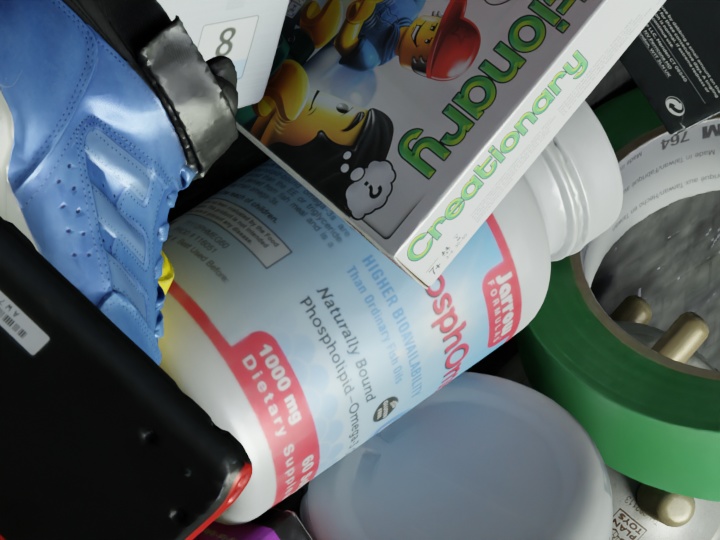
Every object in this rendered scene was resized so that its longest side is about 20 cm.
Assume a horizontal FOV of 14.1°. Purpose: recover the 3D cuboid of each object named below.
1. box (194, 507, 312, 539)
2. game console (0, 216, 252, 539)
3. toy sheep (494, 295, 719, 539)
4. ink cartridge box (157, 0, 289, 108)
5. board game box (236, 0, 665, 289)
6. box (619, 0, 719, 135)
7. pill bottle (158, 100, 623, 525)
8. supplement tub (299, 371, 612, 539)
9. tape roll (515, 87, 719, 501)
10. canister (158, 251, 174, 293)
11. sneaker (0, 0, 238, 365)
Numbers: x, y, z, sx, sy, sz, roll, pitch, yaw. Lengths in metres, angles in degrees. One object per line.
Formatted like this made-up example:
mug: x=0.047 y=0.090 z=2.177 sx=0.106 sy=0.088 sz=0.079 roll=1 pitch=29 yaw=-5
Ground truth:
box: x=-0.116 y=0.157 z=1.104 sx=0.200 sy=0.143 sz=0.036 roll=-37 pitch=104 yaw=-16
game console: x=-0.153 y=0.042 z=0.885 sx=0.177 sy=0.200 sz=0.031 roll=-44 pitch=-173 yaw=28
toy sheep: x=0.111 y=0.083 z=1.267 sx=0.138 sy=0.138 sz=0.200 roll=-47 pitch=-175 yaw=-4
ink cartridge box: x=-0.080 y=-0.135 z=0.940 sx=0.159 sy=0.047 sz=0.201 roll=-14 pitch=134 yaw=-40
board game box: x=0.042 y=-0.108 z=1.032 sx=0.200 sy=0.126 sz=0.035 roll=-51 pitch=146 yaw=1
box: x=0.197 y=-0.151 z=1.119 sx=0.200 sy=0.079 sz=0.141 roll=-41 pitch=-169 yaw=-33
pill bottle: x=0.000 y=0.000 z=1.102 sx=0.199 sy=0.109 sz=0.109 roll=-34 pitch=143 yaw=-22
supplement tub: x=0.039 y=0.146 z=1.174 sx=0.122 sy=0.122 sz=0.201 roll=-33 pitch=145 yaw=-23
tape roll: x=0.161 y=0.002 z=1.203 sx=0.200 sy=0.200 sz=0.048 roll=-35 pitch=144 yaw=-21
canister: x=-0.163 y=0.064 z=1.002 sx=0.148 sy=0.086 sz=0.201 roll=8 pitch=114 yaw=-50
sneaker: x=-0.072 y=-0.012 z=0.916 sx=0.111 sy=0.077 sz=0.201 roll=-33 pitch=110 yaw=-27
